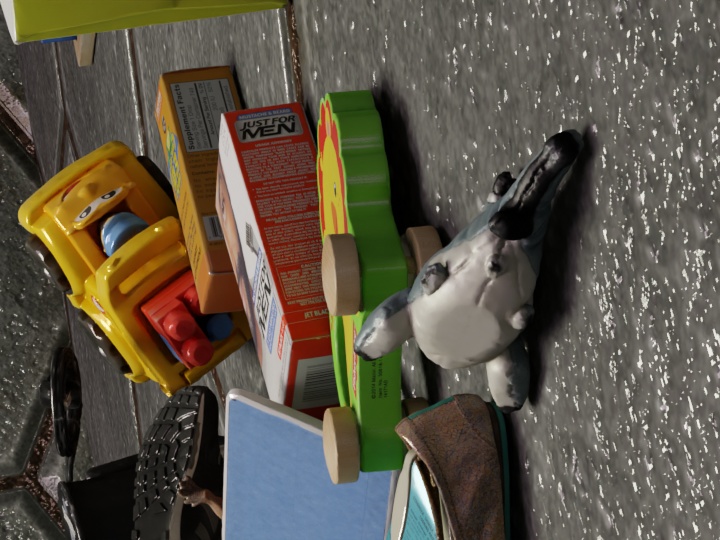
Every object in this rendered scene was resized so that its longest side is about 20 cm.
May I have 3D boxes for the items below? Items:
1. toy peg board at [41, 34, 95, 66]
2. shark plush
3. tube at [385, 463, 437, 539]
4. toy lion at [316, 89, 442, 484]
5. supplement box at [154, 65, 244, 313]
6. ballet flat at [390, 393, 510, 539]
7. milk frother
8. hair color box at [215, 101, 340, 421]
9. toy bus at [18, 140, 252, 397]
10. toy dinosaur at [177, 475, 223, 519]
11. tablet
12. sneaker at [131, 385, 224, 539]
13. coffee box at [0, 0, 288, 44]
[{"bbox_3d":[-0.397,-0.383,2.373,0.200,0.098,0.199,116,143,-67],"label":"toy peg board"},{"bbox_3d":[0.053,-0.013,0.915,0.200,0.091,0.083,96,-170,-58],"label":"shark plush"},{"bbox_3d":[0.032,0.194,1.155,0.077,0.050,0.200,52,150,28],"label":"tube"},{"bbox_3d":[0.000,0.000,1.148,0.192,0.069,0.200,-107,15,-55],"label":"toy lion"},{"bbox_3d":[-0.116,-0.067,1.532,0.067,0.069,0.200,108,152,-56],"label":"supplement box"},{"bbox_3d":[0.051,0.167,1.016,0.068,0.067,0.200,180,82,-76],"label":"ballet flat"},{"bbox_3d":[-0.154,0.155,1.533,0.181,0.188,0.200,-122,24,-47],"label":"milk frother"},{"bbox_3d":[-0.049,-0.005,1.314,0.111,0.064,0.200,99,159,-52],"label":"hair color box"},{"bbox_3d":[-0.177,0.007,1.587,0.200,0.136,0.192,57,169,-21],"label":"toy bus"},{"bbox_3d":[-0.044,0.194,1.394,0.135,0.086,0.200,-4,112,45],"label":"toy dinosaur"},{"bbox_3d":[-0.037,0.171,1.303,0.014,0.130,0.200,-53,-23,-43],"label":"tablet"},{"bbox_3d":[-0.124,0.191,1.458,0.076,0.087,0.200,-6,73,53],"label":"sneaker"},{"bbox_3d":[-0.168,-0.301,1.320,0.198,0.200,0.200,-116,22,-48],"label":"coffee box"}]
